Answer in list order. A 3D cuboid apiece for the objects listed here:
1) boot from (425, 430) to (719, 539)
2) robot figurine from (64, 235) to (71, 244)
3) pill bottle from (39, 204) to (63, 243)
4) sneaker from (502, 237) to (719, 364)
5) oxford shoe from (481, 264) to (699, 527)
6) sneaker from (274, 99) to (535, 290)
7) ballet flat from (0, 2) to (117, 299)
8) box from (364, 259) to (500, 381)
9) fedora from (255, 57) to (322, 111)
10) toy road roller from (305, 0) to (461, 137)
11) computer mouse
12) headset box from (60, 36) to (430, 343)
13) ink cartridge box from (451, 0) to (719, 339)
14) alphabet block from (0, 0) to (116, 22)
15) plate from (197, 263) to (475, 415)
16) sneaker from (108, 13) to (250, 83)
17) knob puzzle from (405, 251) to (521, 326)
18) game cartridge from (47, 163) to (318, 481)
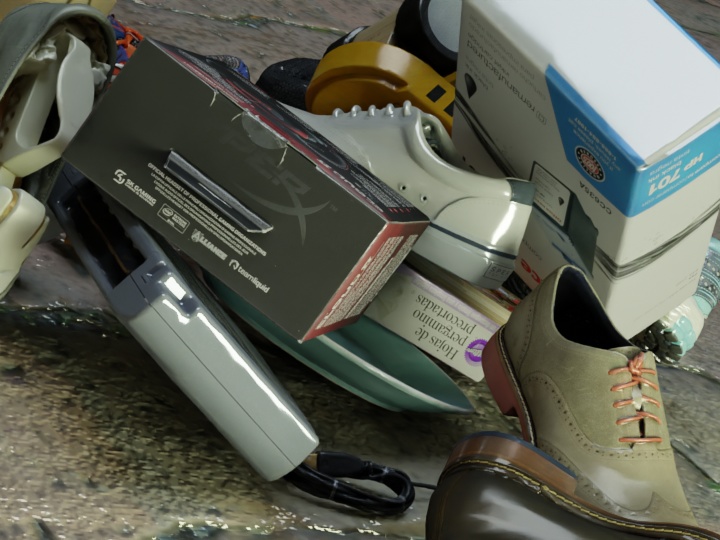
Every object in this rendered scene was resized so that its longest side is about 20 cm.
[{"bbox_3d":[0.114,0.158,0.952,0.199,0.075,0.097,26,38,7],"label":"boot"},{"bbox_3d":[-0.111,-0.052,1.272,0.144,0.059,0.200,-5,6,25],"label":"robot figurine"},{"bbox_3d":[-0.237,-0.050,1.075,0.112,0.113,0.199,30,19,31],"label":"pill bottle"},{"bbox_3d":[0.159,-0.001,1.356,0.200,0.086,0.078,22,-29,50],"label":"sneaker"},{"bbox_3d":[0.123,0.078,1.060,0.070,0.075,0.200,5,38,-35],"label":"oxford shoe"},{"bbox_3d":[0.013,-0.063,1.190,0.199,0.071,0.073,30,7,20],"label":"sneaker"},{"bbox_3d":[-0.172,-0.046,1.016,0.063,0.201,0.067,-2,-31,38],"label":"ballet flat"},{"bbox_3d":[0.000,0.000,1.220,0.199,0.039,0.041,31,8,-28],"label":"box"},{"bbox_3d":[-0.015,-0.091,1.487,0.199,0.092,0.201,18,17,-6],"label":"fedora"},{"bbox_3d":[0.052,-0.077,1.381,0.200,0.147,0.123,37,-32,-22],"label":"toy road roller"},{"bbox_3d":[0.047,0.100,1.072,0.199,0.034,0.059,6,23,-38],"label":"computer mouse"},{"bbox_3d":[-0.053,-0.040,1.054,0.148,0.075,0.200,37,6,5],"label":"headset box"},{"bbox_3d":[0.126,-0.067,1.176,0.086,0.200,0.147,-33,64,-20],"label":"ink cartridge box"},{"bbox_3d":[-0.253,-0.236,1.327,0.195,0.201,0.196,27,-17,10],"label":"alphabet block"},{"bbox_3d":[-0.025,0.029,1.159,0.200,0.026,0.200,35,5,-4],"label":"plate"},{"bbox_3d":[-0.172,-0.142,1.437,0.198,0.079,0.075,2,24,-14],"label":"sneaker"},{"bbox_3d":[0.084,0.009,1.273,0.219,0.031,0.220,34,5,-3],"label":"knob puzzle"},{"bbox_3d":[-0.088,0.024,1.037,0.133,0.041,0.200,55,-4,-28],"label":"game cartridge"}]
